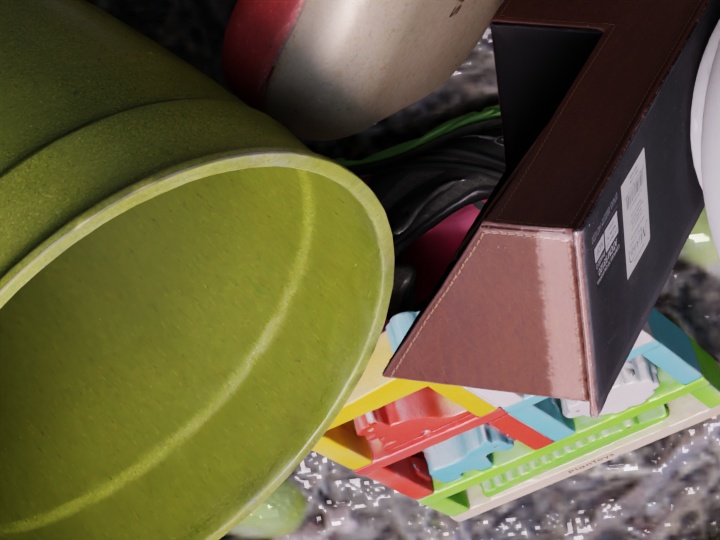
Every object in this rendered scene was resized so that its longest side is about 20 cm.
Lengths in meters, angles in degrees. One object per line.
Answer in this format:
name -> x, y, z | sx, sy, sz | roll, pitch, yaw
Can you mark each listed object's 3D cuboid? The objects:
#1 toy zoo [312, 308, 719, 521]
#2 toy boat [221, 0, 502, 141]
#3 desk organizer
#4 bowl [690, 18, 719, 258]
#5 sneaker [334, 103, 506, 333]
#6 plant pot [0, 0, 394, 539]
toy zoo -> 0.054, 0.045, 1.062 | 0.131, 0.021, 0.200 | -25, 156, 17
toy boat -> -0.002, -0.153, 0.964 | 0.131, 0.130, 0.201 | 37, 122, 14
desk organizer -> 0.073, -0.040, 0.963 | 0.077, 0.200, 0.072 | 6, 126, 22
bowl -> 0.176, -0.051, 0.953 | 0.090, 0.201, 0.202 | 14, 135, 44
sneaker -> 0.000, 0.000, 1.067 | 0.199, 0.084, 0.077 | -26, 117, 18
plant pot -> -0.125, -0.017, 0.964 | 0.200, 0.193, 0.201 | -30, 146, -22
